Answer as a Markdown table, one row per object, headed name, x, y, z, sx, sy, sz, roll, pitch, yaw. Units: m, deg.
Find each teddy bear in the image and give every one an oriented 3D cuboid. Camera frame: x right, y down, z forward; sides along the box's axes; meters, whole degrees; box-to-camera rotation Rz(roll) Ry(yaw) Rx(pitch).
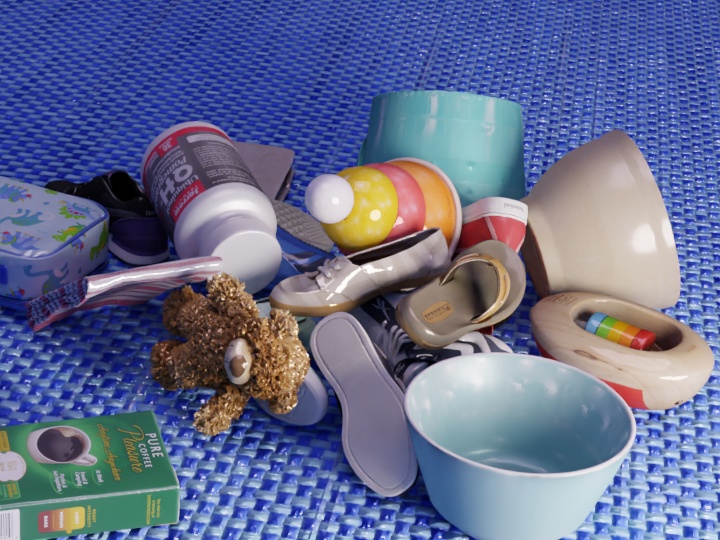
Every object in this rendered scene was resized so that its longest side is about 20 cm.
| name | x | y | z | sx | sy | sz | roll | pitch | yaw |
| --- | --- | --- | --- | --- | --- | --- | --- | --- | --- |
| teddy bear | -0.134 | 0.074 | 1.487 | 0.067 | 0.146 | 0.200 | 25 | 8 | -43 |

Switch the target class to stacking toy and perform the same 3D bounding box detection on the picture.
| name | x | y | z | sx | sy | sz | roll | pitch | yaw |
| --- | --- | --- | --- | --- | --- | --- | --- | --- | --- |
| stacking toy | 0.004 | -0.065 | 1.653 | 0.146 | 0.147 | 0.200 | 23 | 1 | 32 |

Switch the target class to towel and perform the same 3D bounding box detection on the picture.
| name | x | y | z | sx | sy | sz | roll | pitch | yaw |
| --- | --- | --- | --- | --- | --- | --- | --- | --- | --- |
| towel | -0.236 | 0.022 | 1.586 | 0.146 | 0.030 | 0.200 | -12 | -3 | -31 |
| towel | -0.156 | -0.107 | 1.957 | 0.131 | 0.035 | 0.200 | 7 | 28 | 7 |

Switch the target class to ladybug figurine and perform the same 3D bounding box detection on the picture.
| name | x | y | z | sx | sy | sz | roll | pitch | yaw |
| --- | --- | --- | --- | --- | --- | --- | --- | --- | --- |
| ladybug figurine | 0.257 | 0.083 | 1.610 | 0.199 | 0.072 | 0.135 | 24 | 33 | 32 |

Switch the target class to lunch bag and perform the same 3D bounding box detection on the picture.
| name | x | y | z | sx | sy | sz | roll | pitch | yaw |
| --- | --- | --- | --- | --- | --- | --- | --- | --- | --- |
| lunch bag | -0.382 | -0.031 | 1.713 | 0.199 | 0.083 | 0.161 | 14 | 27 | 18 |

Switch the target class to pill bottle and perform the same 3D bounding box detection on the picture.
| name | x | y | z | sx | sy | sz | roll | pitch | yaw |
| --- | --- | --- | --- | --- | --- | --- | --- | --- | --- |
| pill bottle | -0.152 | -0.061 | 1.671 | 0.110 | 0.111 | 0.200 | -7 | 37 | -23 |

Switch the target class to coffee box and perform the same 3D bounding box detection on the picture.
| name | x | y | z | sx | sy | sz | roll | pitch | yaw |
| --- | --- | --- | --- | --- | --- | --- | --- | --- | --- |
| coffee box | -0.261 | 0.178 | 1.367 | 0.198 | 0.044 | 0.123 | -5 | 29 | -19 |

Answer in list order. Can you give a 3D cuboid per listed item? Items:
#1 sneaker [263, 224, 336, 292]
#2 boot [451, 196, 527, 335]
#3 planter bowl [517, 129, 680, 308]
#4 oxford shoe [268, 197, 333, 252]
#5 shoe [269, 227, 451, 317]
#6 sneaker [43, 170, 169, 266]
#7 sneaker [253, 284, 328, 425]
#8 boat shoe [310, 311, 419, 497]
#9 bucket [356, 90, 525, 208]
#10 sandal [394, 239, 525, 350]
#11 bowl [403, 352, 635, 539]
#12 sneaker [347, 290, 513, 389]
| name | x | y | z | sx | sy | sz | roll | pitch | yaw |
| --- | --- | --- | --- | --- | --- | --- | --- | --- | --- |
| sneaker | -0.075 | 0.005 | 1.738 | 0.199 | 0.066 | 0.079 | 29 | 75 | 17 |
| boot | 0.112 | 0.012 | 1.732 | 0.072 | 0.145 | 0.200 | 13 | -14 | -18 |
| planter bowl | 0.245 | -0.036 | 1.736 | 0.134 | 0.201 | 0.201 | -18 | 30 | -4 |
| oxford shoe | -0.128 | -0.050 | 1.829 | 0.199 | 0.058 | 0.075 | 14 | 26 | -16 |
| shoe | 0.000 | 0.000 | 1.591 | 0.199 | 0.054 | 0.070 | -13 | 22 | -24 |
| sneaker | -0.287 | -0.082 | 1.823 | 0.199 | 0.088 | 0.076 | 25 | 33 | 34 |
| sneaker | -0.067 | 0.077 | 1.568 | 0.118 | 0.074 | 0.200 | -13 | 33 | -38 |
| boat shoe | 0.011 | 0.128 | 1.472 | 0.074 | 0.060 | 0.201 | -35 | 51 | 7 |
| bucket | 0.095 | -0.126 | 1.841 | 0.205 | 0.136 | 0.207 | 4 | -3 | 0 |
| sandal | 0.107 | 0.016 | 1.557 | 0.080 | 0.054 | 0.200 | 45 | 38 | 13 |
| bowl | 0.132 | 0.165 | 1.393 | 0.199 | 0.106 | 0.201 | 4 | 27 | -2 |
| sneaker | 0.041 | 0.084 | 1.561 | 0.198 | 0.080 | 0.129 | 29 | 25 | 21 |
